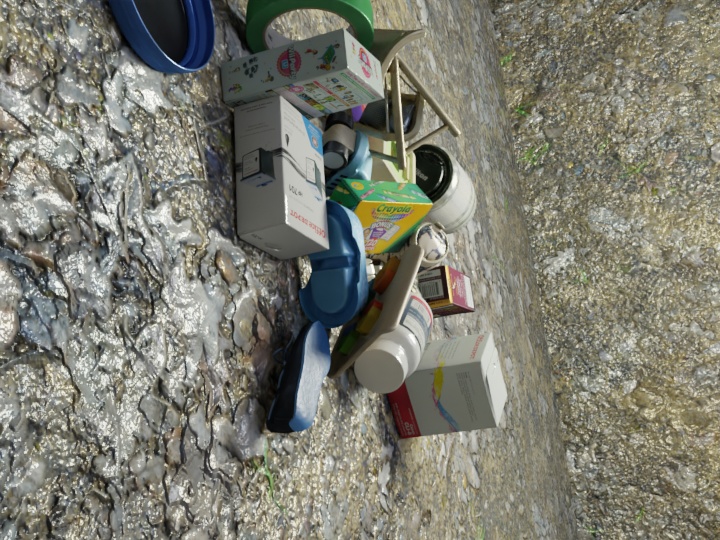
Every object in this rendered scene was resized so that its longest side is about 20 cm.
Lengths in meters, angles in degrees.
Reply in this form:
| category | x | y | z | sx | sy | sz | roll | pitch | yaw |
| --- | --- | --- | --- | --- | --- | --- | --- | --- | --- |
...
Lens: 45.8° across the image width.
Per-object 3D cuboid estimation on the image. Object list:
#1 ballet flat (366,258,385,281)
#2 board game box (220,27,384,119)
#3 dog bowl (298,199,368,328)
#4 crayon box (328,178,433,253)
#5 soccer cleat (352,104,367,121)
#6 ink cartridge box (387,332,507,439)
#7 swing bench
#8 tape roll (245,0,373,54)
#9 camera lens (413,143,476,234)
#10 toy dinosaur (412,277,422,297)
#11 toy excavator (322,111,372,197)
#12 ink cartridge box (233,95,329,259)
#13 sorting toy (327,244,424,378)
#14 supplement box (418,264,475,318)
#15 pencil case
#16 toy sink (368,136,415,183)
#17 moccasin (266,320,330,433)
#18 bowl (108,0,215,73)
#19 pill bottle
| category | x | y | z | sx | sy | sz | roll | pitch | yaw |
| --- | --- | --- | --- | --- | --- | --- | --- | --- | --- |
| ballet flat | 0.000 | 0.000 | 1.507 | 0.200 | 0.067 | 0.068 | -10 | 93 | -69 |
| board game box | -0.084 | -0.280 | 1.269 | 0.147 | 0.199 | 0.065 | 17 | 65 | -67 |
| dog bowl | -0.042 | -0.011 | 1.342 | 0.050 | 0.111 | 0.201 | -2 | 86 | -59 |
| crayon box | 0.020 | -0.090 | 1.453 | 0.200 | 0.119 | 0.058 | -3 | 46 | -48 |
| soccer cleat | -0.049 | -0.327 | 1.552 | 0.200 | 0.073 | 0.068 | 39 | 4 | -27 |
| ink cartridge box | 0.170 | 0.224 | 1.668 | 0.145 | 0.199 | 0.145 | -48 | 124 | -64 |
| swing bench | 0.038 | -0.300 | 1.448 | 0.199 | 0.130 | 0.200 | 29 | -32 | 58 |
| tape roll | -0.079 | -0.381 | 1.332 | 0.200 | 0.200 | 0.048 | 40 | 44 | -59 |
| camera lens | 0.164 | -0.179 | 1.910 | 0.200 | 0.159 | 0.161 | 35 | 47 | -61 |
| toy dinosaur | 0.092 | 0.025 | 1.760 | 0.088 | 0.047 | 0.201 | -6 | 75 | -51 |
| toy excavator | -0.022 | -0.147 | 1.479 | 0.200 | 0.194 | 0.100 | 31 | 44 | -25 |
| ink cartridge box | -0.118 | -0.134 | 1.273 | 0.146 | 0.086 | 0.201 | 31 | 51 | -63 |
| sorting toy | 0.016 | 0.063 | 1.367 | 0.036 | 0.200 | 0.185 | 33 | 49 | -12 |
| supplement box | 0.172 | 0.050 | 1.885 | 0.200 | 0.110 | 0.086 | 19 | 62 | -66 |
| pencil case | 0.089 | -0.028 | 1.607 | 0.078 | 0.200 | 0.090 | 25 | 64 | -18 |
| toy sink | 0.041 | -0.194 | 1.670 | 0.200 | 0.112 | 0.131 | 53 | 33 | -49 |
| moccasin | -0.095 | 0.146 | 1.218 | 0.081 | 0.068 | 0.200 | 59 | 26 | -25 |
| bowl | -0.256 | -0.348 | 1.087 | 0.201 | 0.039 | 0.201 | -11 | 90 | -70 |
| pill bottle | 0.056 | 0.129 | 1.536 | 0.200 | 0.119 | 0.120 | -58 | 133 | -60 |
